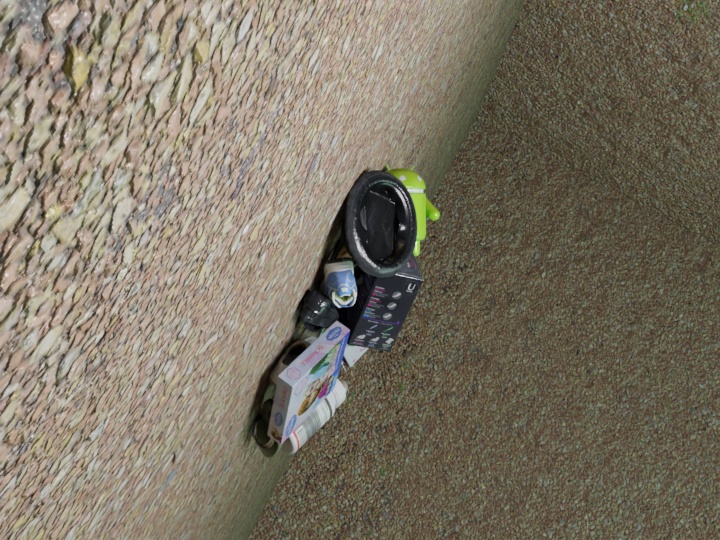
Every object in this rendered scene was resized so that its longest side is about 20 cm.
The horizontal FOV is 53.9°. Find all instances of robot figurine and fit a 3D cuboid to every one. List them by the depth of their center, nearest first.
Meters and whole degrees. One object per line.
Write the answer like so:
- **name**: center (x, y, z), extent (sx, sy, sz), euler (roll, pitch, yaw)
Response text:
- **robot figurine**: center (0.088, -0.132, 1.571), extent (0.115, 0.173, 0.204), euler (4, -85, 55)

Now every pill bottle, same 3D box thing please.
- **pill bottle**: center (-0.135, 0.344, 1.745), extent (0.199, 0.114, 0.115), euler (-39, 161, -37)

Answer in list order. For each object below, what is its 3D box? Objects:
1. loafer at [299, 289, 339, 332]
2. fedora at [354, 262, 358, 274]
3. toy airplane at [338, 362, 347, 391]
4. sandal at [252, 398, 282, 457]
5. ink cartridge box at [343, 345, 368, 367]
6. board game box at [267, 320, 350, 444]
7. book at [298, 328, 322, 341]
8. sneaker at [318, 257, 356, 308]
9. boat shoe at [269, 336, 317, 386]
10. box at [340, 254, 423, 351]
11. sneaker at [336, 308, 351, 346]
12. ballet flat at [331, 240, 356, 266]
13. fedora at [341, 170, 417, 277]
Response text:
- **loafer**: center (-0.090, 0.091, 1.461), extent (0.071, 0.068, 0.201), euler (-53, 169, -7)
- **fedora**: center (0.000, 0.000, 1.666), extent (0.177, 0.089, 0.203), euler (-54, 156, -72)
- **toy airplane**: center (-0.104, 0.310, 1.937), extent (0.199, 0.139, 0.203), euler (128, -14, -81)
- **sandal**: center (-0.215, 0.357, 1.585), extent (0.057, 0.079, 0.203), euler (-36, 153, -34)
- **ink cartridge box**: center (0.013, 0.139, 1.831), extent (0.200, 0.043, 0.197), euler (-45, 154, -12)
- **board game box**: center (-0.108, 0.234, 1.476), extent (0.199, 0.041, 0.202), euler (-42, 156, -42)
- **book**: center (-0.136, 0.201, 1.679), extent (0.134, 0.047, 0.202), euler (108, 8, -66)
- **sneaker**: center (-0.046, 0.045, 1.448), extent (0.201, 0.074, 0.078), euler (90, -10, -69)
- **boat shoe**: center (-0.125, 0.184, 1.526), extent (0.070, 0.070, 0.200), euler (-68, 170, 26)
- **box**: center (0.042, 0.054, 1.513), extent (0.123, 0.104, 0.202), euler (-106, -148, -53)
- **sneaker**: center (-0.034, 0.100, 1.676), extent (0.076, 0.085, 0.200), euler (-26, -151, -11)
- **ballet flat**: center (-0.001, -0.076, 1.474), extent (0.202, 0.062, 0.069), euler (-65, 174, 19)
- **fedora**: center (0.020, -0.086, 1.367), extent (0.091, 0.201, 0.202), euler (-7, -135, 51)
